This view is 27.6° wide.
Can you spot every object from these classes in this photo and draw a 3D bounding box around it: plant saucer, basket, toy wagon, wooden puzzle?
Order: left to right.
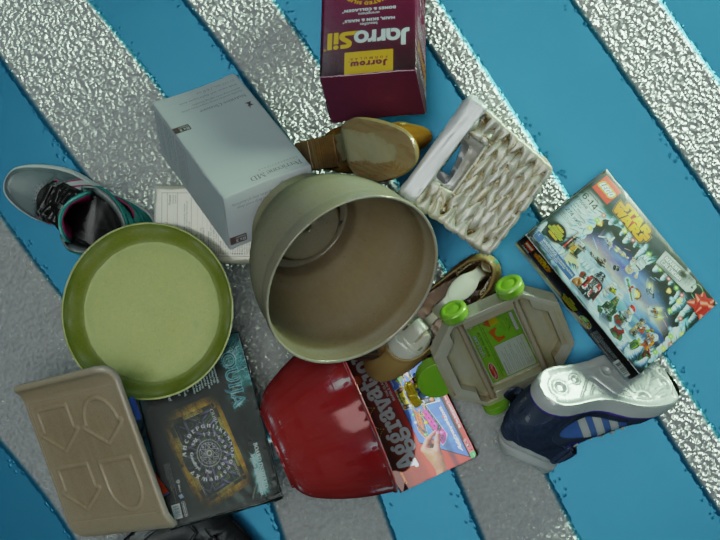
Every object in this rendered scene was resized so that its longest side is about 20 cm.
[{"bbox_3d":[-0.294,0.204,1.666,0.185,0.046,0.201,-15,101,43],"label":"wooden puzzle"},{"bbox_3d":[-0.239,0.047,1.668,0.199,0.031,0.201,-1,85,7],"label":"plant saucer"},{"bbox_3d":[0.128,-0.104,1.625,0.123,0.200,0.136,36,96,-1],"label":"basket"},{"bbox_3d":[0.140,0.093,1.667,0.199,0.040,0.156,-24,122,5],"label":"toy wagon"}]

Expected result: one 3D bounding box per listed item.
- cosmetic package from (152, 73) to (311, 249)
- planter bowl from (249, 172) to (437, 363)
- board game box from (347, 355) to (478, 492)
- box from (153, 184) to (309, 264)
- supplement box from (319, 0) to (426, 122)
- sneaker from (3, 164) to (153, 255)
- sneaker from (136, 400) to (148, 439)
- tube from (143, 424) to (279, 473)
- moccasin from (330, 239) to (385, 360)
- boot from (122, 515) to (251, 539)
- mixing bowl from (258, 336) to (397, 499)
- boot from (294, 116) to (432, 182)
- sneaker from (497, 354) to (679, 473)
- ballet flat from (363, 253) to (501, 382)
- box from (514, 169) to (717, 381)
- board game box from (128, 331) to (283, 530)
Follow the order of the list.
[{"bbox_3d":[-0.143,-0.124,1.647,0.112,0.081,0.200,-24,46,-20],"label":"cosmetic package"},{"bbox_3d":[-0.036,-0.022,1.557,0.200,0.200,0.135,-47,43,6],"label":"planter bowl"},{"bbox_3d":[0.049,0.149,1.726,0.103,0.019,0.201,-27,88,8],"label":"board game box"},{"bbox_3d":[-0.138,-0.053,1.715,0.199,0.078,0.096,2,92,7],"label":"box"},{"bbox_3d":[0.015,-0.274,1.644,0.110,0.086,0.201,-4,60,8],"label":"supplement box"},{"bbox_3d":[-0.342,-0.071,1.719,0.199,0.121,0.084,20,94,7],"label":"sneaker"},{"bbox_3d":[-0.243,0.157,1.731,0.074,0.082,0.200,36,95,4],"label":"sneaker"},{"bbox_3d":[-0.182,0.216,1.714,0.199,0.050,0.078,-12,89,-9],"label":"tube"},{"bbox_3d":[-0.002,0.000,1.674,0.073,0.078,0.202,5,62,-5],"label":"moccasin"},{"bbox_3d":[-0.187,0.372,1.742,0.165,0.066,0.200,-37,91,8],"label":"boot"},{"bbox_3d":[-0.047,0.176,1.638,0.108,0.200,0.201,-22,88,-6],"label":"mixing bowl"},{"bbox_3d":[0.033,-0.141,1.622,0.201,0.144,0.071,1,103,48],"label":"boot"},{"bbox_3d":[0.251,0.170,1.681,0.199,0.147,0.081,-1,51,-28],"label":"sneaker"},{"bbox_3d":[0.079,0.049,1.683,0.200,0.063,0.069,-44,86,-3],"label":"ballet flat"},{"bbox_3d":[0.288,0.004,1.653,0.137,0.040,0.200,-38,86,-23],"label":"box"},{"bbox_3d":[-0.177,0.182,1.684,0.134,0.028,0.201,-14,77,-9],"label":"board game box"}]
